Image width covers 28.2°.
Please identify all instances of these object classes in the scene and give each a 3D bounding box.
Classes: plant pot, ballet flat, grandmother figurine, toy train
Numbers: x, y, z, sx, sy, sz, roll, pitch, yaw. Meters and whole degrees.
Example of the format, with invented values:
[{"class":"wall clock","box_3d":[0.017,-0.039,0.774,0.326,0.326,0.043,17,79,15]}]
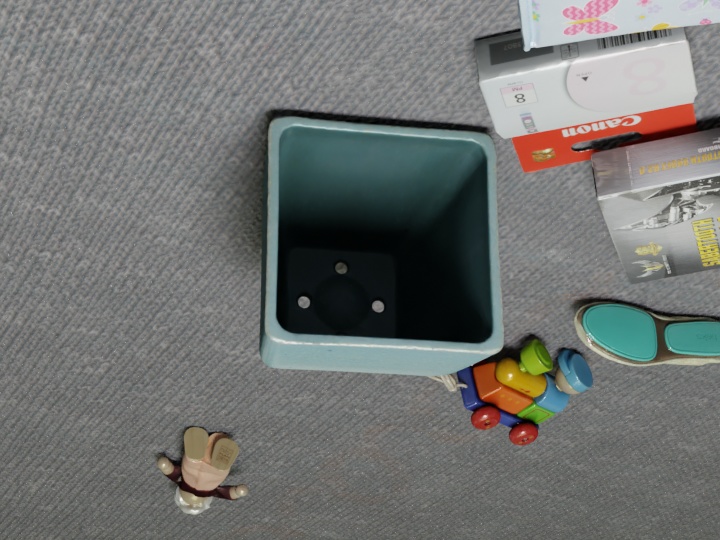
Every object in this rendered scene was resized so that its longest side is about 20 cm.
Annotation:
[{"class":"plant pot","box_3d":[0.000,0.000,1.258,0.196,0.196,0.200,4,161,-11]},{"class":"ballet flat","box_3d":[0.308,0.078,1.542,0.200,0.068,0.062,9,159,-20]},{"class":"grandmother figurine","box_3d":[-0.203,0.265,1.850,0.121,0.061,0.200,30,150,-1]},{"class":"toy train","box_3d":[0.160,0.115,1.585,0.116,0.085,0.200,-35,139,29]}]

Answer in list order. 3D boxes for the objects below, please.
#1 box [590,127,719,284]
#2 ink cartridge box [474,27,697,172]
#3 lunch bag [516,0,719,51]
[{"class":"box","box_3d":[0.303,-0.057,1.294,0.158,0.048,0.200,-11,154,14]},{"class":"ink cartridge box","box_3d":[0.193,-0.130,1.170,0.162,0.057,0.200,-10,146,13]},{"class":"lunch bag","box_3d":[0.171,-0.243,0.888,0.169,0.127,0.200,-6,144,3]}]
